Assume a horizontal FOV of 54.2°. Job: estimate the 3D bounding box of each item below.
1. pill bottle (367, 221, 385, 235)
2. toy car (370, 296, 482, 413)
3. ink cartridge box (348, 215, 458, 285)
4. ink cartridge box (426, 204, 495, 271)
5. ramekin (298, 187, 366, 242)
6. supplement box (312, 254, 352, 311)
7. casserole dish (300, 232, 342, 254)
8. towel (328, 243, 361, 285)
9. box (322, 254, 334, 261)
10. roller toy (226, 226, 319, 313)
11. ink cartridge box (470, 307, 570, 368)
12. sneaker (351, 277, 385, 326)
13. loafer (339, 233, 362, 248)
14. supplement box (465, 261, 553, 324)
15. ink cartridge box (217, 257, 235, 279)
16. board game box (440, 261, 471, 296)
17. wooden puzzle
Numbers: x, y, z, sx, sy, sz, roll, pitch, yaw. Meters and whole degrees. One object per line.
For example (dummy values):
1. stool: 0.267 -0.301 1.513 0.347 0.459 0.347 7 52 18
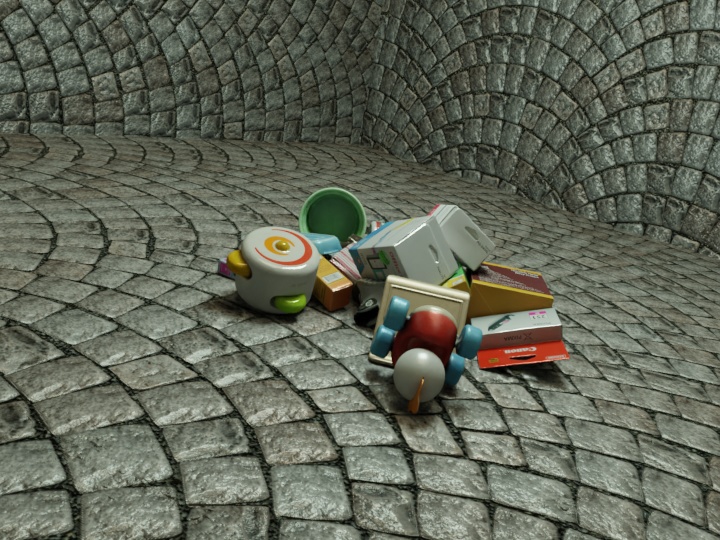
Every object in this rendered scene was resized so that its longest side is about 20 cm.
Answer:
1. pill bottle: 0.119 -0.075 2.095 0.196 0.118 0.116 8 18 -7
2. toy car: 0.106 0.184 1.298 0.182 0.178 0.202 21 46 -1
3. ink cartridge box: 0.101 -0.027 1.675 0.145 0.148 0.199 -34 16 -28
4. ink cartridge box: 0.237 -0.086 1.756 0.145 0.083 0.200 44 1 -9
5. ramekin: -0.081 -0.145 2.069 0.196 0.204 0.098 10 10 -3
6. supplement box: -0.105 0.010 1.701 0.068 0.067 0.200 -18 45 -34
7. casserole dish: -0.138 -0.072 1.871 0.198 0.040 0.120 7 15 44
8. towel: 0.000 0.000 1.841 0.146 0.030 0.200 43 20 3
9. box: -0.100 -0.012 1.877 0.155 0.052 0.200 16 18 17
10. roller toy: -0.190 -0.008 1.597 0.197 0.141 0.183 22 34 7
11. ink cartridge box: 0.348 0.148 1.557 0.196 0.044 0.174 -8 19 7
12. sneaker: 0.010 0.078 1.643 0.115 0.075 0.199 -44 18 -25
13. loafer: -0.012 -0.069 1.993 0.196 0.073 0.073 -2 -1 2
14. supplement box: 0.350 0.079 1.734 0.194 0.135 0.200 11 18 1
15. ink cartridge box: -0.243 0.009 1.751 0.198 0.043 0.119 23 21 28
16. board game box: 0.159 0.057 1.665 0.198 0.041 0.153 -24 15 9
17. wooden puzzle: 0.124 0.118 1.471 0.182 0.203 0.037 13 -25 5
